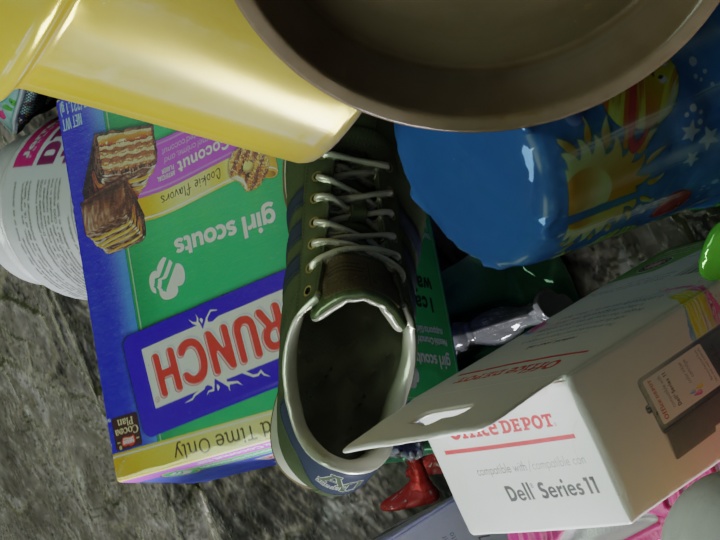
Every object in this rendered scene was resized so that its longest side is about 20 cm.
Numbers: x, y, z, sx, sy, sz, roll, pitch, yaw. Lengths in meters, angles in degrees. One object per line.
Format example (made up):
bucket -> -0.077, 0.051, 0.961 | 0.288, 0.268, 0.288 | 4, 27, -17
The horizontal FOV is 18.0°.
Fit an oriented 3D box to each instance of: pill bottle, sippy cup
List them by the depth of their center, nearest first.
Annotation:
sippy cup -> 0.089, -0.068, 0.937 | 0.178, 0.130, 0.140 | 6, 120, 54
pill bottle -> -0.137, -0.039, 1.310 | 0.200, 0.113, 0.113 | -2, 113, 56

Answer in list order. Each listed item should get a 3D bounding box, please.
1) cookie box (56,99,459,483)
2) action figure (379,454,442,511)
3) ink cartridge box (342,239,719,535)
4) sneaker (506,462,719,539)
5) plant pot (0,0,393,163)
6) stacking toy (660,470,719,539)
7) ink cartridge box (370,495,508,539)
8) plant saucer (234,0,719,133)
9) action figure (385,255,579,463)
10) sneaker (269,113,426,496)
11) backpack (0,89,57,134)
cookie box -> -0.051, -0.009, 1.117 | 0.171, 0.075, 0.200 | -17, 77, 29
action figure -> -0.024, 0.032, 1.225 | 0.099, 0.065, 0.200 | -11, 107, 23
ink cartridge box -> 0.105, 0.052, 0.940 | 0.117, 0.200, 0.067 | -15, 101, 59
sneaker -> 0.165, 0.094, 1.007 | 0.200, 0.088, 0.081 | -7, 104, 34
plant pot -> -0.075, -0.141, 0.915 | 0.189, 0.201, 0.201 | 25, 152, -15
stacking toy -> 0.187, 0.071, 0.829 | 0.146, 0.200, 0.146 | 32, 136, 37
ink cartridge box -> -0.013, 0.178, 1.203 | 0.045, 0.176, 0.200 | 60, 162, 5
plant saucer -> 0.044, -0.142, 0.815 | 0.029, 0.200, 0.200 | -95, -1, -57
action figure -> 0.024, 0.057, 1.144 | 0.200, 0.055, 0.118 | -19, 87, 36
sneaker -> 0.000, 0.000, 0.981 | 0.090, 0.067, 0.200 | -169, 84, -81
backpack -> -0.205, -0.193, 1.267 | 0.178, 0.150, 0.200 | 54, 144, 16
